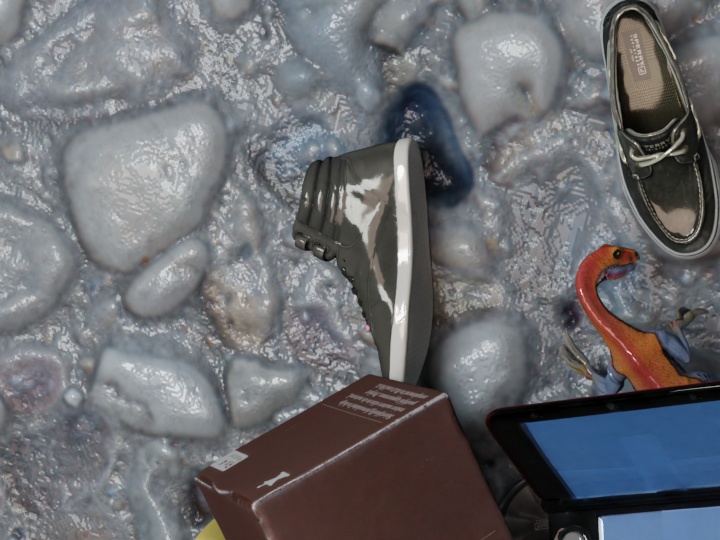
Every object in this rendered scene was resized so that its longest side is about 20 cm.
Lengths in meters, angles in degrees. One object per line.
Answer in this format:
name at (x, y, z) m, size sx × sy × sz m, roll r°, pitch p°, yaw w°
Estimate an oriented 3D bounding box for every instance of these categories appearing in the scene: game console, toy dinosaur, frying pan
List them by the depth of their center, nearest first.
game console at (0.197, 0.174, 1.154) m, size 0.199 × 0.118 × 0.174 m, roll -10°, pitch 76°, yaw 32°
toy dinosaur at (0.226, 0.068, 1.243) m, size 0.105 × 0.200 × 0.182 m, roll -43°, pitch 115°, yaw 0°
frying pan at (0.135, 0.229, 1.294) m, size 0.114 × 0.031 × 0.191 m, roll 9°, pitch 61°, yaw 30°

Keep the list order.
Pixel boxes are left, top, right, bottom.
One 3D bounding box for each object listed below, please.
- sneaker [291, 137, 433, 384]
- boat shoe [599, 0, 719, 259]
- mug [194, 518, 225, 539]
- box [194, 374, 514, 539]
sneaker at (0.000, 0.000, 1.330) m, size 0.098 × 0.071 × 0.202 m, roll -1°, pitch 94°, yaw 17°
boat shoe at (0.213, -0.101, 1.255) m, size 0.072 × 0.071 × 0.201 m, roll -19°, pitch 95°, yaw 16°
mug at (-0.135, 0.302, 1.364) m, size 0.186 × 0.153 × 0.150 m, roll -36°, pitch 89°, yaw 16°
box at (0.008, 0.206, 1.243) m, size 0.163 × 0.166 × 0.201 m, roll -28°, pitch 100°, yaw -16°
